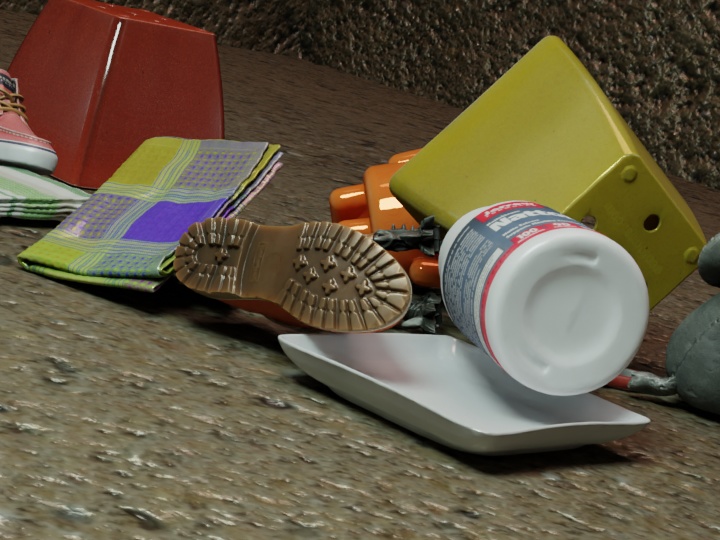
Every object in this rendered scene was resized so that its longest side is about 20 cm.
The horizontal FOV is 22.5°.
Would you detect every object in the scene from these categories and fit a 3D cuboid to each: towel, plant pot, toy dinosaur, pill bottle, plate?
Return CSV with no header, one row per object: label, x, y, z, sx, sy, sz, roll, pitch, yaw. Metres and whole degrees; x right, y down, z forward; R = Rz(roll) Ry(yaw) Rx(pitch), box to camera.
towel,-0.165,-0.051,1.441,0.143,0.023,0.200,8,37,30
plant pot,0.180,-0.045,1.553,0.200,0.200,0.176,47,1,-31
toy dinosaur,0.000,0.000,1.516,0.135,0.103,0.200,-1,30,11
pill bottle,0.125,0.012,1.343,0.119,0.120,0.200,11,9,-15
towel,-0.347,-0.068,1.598,0.149,0.031,0.200,19,13,40
plate,0.070,0.089,1.272,0.199,0.032,0.200,23,13,40
plant pot,-0.262,-0.191,1.942,0.199,0.177,0.200,4,13,-45

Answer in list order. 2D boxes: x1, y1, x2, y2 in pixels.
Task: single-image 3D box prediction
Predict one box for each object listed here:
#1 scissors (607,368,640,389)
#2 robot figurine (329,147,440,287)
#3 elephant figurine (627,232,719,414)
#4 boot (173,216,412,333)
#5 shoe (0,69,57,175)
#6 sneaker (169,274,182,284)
scissors,0.168,0.086,1.483,0.073,0.014,0.200,24,15,38
robot figurine,0.073,-0.048,1.706,0.199,0.117,0.144,-9,16,-1
elephant figurine,0.332,0.024,1.450,0.141,0.200,0.155,31,47,14
boot,-0.031,0.011,1.336,0.199,0.075,0.107,13,-13,36
shoe,-0.354,-0.151,1.757,0.200,0.091,0.071,14,-5,45
sneaker,-0.164,-0.017,1.478,0.086,0.078,0.200,-17,26,-25
